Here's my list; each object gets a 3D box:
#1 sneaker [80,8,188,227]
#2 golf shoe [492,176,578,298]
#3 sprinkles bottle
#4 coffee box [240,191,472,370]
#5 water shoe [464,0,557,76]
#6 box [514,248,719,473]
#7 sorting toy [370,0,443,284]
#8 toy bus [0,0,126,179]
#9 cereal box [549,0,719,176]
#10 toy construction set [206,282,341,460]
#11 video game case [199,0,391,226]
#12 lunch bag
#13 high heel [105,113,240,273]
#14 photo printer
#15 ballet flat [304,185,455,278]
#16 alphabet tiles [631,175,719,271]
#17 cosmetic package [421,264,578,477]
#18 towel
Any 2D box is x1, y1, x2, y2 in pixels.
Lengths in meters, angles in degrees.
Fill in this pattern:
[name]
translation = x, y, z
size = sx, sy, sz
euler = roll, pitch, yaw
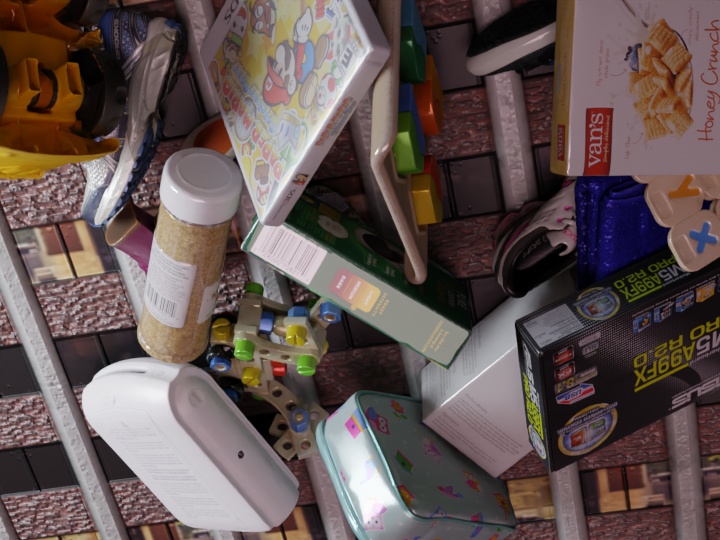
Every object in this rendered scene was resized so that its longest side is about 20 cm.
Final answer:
[sneaker]
translation = -0.214, -0.135, 1.142
size = 0.084, 0.077, 0.202
euler = 23, 114, 0
[golf shoe]
translation = 0.195, -0.049, 1.150
size = 0.072, 0.092, 0.200
euler = 37, 116, -16
[sprinkles bottle]
translation = -0.150, -0.009, 1.146
size = 0.067, 0.069, 0.202
euler = 13, 132, -5
[coffee box]
translation = 0.000, 0.000, 1.105
size = 0.198, 0.123, 0.044
euler = 30, 106, -7
[water shoe]
translation = 0.183, -0.186, 1.075
size = 0.198, 0.072, 0.080
euler = -21, 117, 16
[box]
translation = 0.232, 0.070, 1.130
size = 0.198, 0.044, 0.162
euler = -23, 134, -11
[sorting toy]
translation = 0.040, -0.115, 1.025
size = 0.036, 0.188, 0.201
euler = -3, 151, 9
[toy bus]
translation = -0.297, -0.169, 1.079
size = 0.134, 0.203, 0.191
euler = -2, 169, -43
[cereal box]
translation = 0.245, -0.147, 1.025
size = 0.197, 0.039, 0.146
euler = -3, 100, -16
[toy construction set]
translation = -0.077, 0.089, 1.245
size = 0.129, 0.093, 0.202
euler = 3, 133, 3
[video game case]
translation = -0.058, -0.169, 1.023
size = 0.023, 0.202, 0.183
euler = 6, 136, -34
[lunch bag]
translation = 0.053, 0.193, 1.250
size = 0.077, 0.162, 0.199
euler = -43, 145, 22
[high heel]
translation = -0.132, -0.068, 1.190
size = 0.199, 0.068, 0.096
euler = -36, 138, 21
[photo printer]
translation = -0.172, 0.165, 1.287
size = 0.165, 0.070, 0.201
euler = -9, 127, 47
[ballet flat]
translation = 0.015, 0.004, 1.208
size = 0.199, 0.072, 0.072
euler = 36, 118, -18
[alphabet tiles]
translation = 0.309, -0.094, 1.081
size = 0.194, 0.015, 0.202
euler = -30, 92, -17
[cosmetic package]
translation = 0.161, 0.090, 1.244
size = 0.107, 0.085, 0.200
euler = 39, 116, -21
[towel]
translation = 0.276, -0.047, 1.123
size = 0.198, 0.050, 0.150
euler = -20, 123, -17
